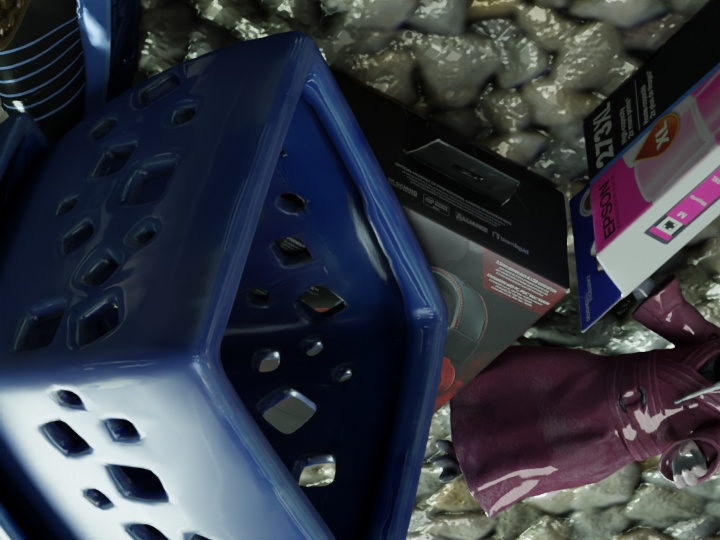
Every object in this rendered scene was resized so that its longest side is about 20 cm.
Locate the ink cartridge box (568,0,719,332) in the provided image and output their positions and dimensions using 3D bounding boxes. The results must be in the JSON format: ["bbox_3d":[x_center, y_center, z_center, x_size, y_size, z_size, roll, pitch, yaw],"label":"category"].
[{"bbox_3d":[0.154,-0.064,1.083,0.037,0.095,0.200,24,131,-23],"label":"ink cartridge box"}]

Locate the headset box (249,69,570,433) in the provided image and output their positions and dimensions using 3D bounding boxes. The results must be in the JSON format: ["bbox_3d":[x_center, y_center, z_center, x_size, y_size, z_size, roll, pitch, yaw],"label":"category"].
[{"bbox_3d":[0.000,0.000,1.162,0.149,0.075,0.200,27,130,-24],"label":"headset box"}]

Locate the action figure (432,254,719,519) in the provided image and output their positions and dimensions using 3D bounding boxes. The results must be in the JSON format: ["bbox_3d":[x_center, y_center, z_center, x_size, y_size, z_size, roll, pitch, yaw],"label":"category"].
[{"bbox_3d":[0.144,0.077,1.177,0.200,0.134,0.149,-13,150,20],"label":"action figure"}]

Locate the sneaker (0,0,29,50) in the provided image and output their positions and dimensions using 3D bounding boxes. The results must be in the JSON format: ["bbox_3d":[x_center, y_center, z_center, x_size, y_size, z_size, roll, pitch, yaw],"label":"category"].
[{"bbox_3d":[-0.164,-0.181,0.900,0.090,0.200,0.067,7,160,5],"label":"sneaker"}]

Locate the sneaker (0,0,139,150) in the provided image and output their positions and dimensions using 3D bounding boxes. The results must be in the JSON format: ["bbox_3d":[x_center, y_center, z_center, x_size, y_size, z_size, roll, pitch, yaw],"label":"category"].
[{"bbox_3d":[-0.147,-0.107,1.063,0.078,0.070,0.200,16,135,4],"label":"sneaker"}]

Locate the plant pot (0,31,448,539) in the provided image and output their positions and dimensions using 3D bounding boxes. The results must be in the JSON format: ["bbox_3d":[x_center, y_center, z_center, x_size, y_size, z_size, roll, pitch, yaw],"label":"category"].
[{"bbox_3d":[-0.086,0.037,1.019,0.180,0.200,0.200,-8,135,22],"label":"plant pot"}]
